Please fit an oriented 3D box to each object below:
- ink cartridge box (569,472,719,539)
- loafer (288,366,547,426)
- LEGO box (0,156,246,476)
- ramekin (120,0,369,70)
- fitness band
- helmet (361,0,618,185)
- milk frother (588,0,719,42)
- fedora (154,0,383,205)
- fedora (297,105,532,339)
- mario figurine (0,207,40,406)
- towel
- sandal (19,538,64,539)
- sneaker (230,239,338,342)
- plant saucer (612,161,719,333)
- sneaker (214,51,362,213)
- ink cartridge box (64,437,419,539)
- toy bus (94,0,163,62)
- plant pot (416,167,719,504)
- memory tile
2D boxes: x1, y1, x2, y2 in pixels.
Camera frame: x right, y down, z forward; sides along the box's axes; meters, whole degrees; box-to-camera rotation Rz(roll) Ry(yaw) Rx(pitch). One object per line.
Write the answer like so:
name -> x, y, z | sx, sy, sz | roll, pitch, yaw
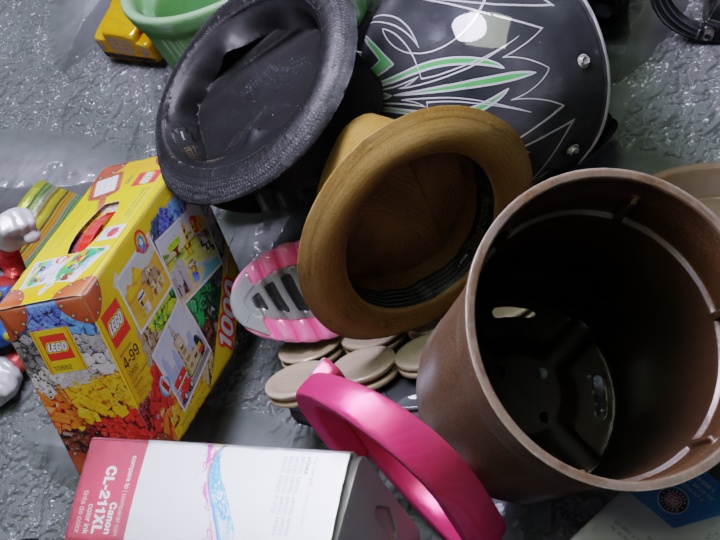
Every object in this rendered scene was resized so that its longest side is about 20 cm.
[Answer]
ink cartridge box -> 0.184, 0.235, 1.395 | 0.200, 0.085, 0.144 | -41, 51, -11
loafer -> 0.039, 0.103, 1.566 | 0.199, 0.063, 0.072 | -6, 26, 27
LEGO box -> -0.165, 0.030, 1.597 | 0.077, 0.149, 0.200 | -10, 29, 25
ramekin -> -0.088, -0.230, 1.804 | 0.199, 0.098, 0.200 | -22, 33, 15
fitness band -> 0.027, 0.128, 1.462 | 0.143, 0.200, 0.037 | 35, 78, 33
helmet -> 0.097, -0.148, 1.612 | 0.199, 0.201, 0.191 | -1, 13, 22
milk frother -> 0.226, -0.284, 1.739 | 0.199, 0.180, 0.189 | 27, 62, -12
fedora -> -0.054, -0.118, 1.577 | 0.200, 0.091, 0.201 | -24, 53, 36
fedora -> 0.025, -0.046, 1.524 | 0.200, 0.201, 0.082 | -36, 51, -5
mario figurine -> -0.280, 0.029, 1.706 | 0.199, 0.124, 0.106 | -15, 47, 24
towel -> -0.212, -0.016, 1.782 | 0.199, 0.018, 0.086 | 19, 66, 31
sandal -> -0.269, 0.233, 1.606 | 0.200, 0.048, 0.076 | -13, 52, 14
sneaker -> 0.000, 0.000, 1.635 | 0.199, 0.095, 0.079 | -19, 91, -1
plant saucer -> 0.257, -0.004, 1.541 | 0.199, 0.030, 0.200 | -3, 42, 3
sneaker -> -0.043, -0.118, 1.760 | 0.199, 0.075, 0.116 | -13, 47, 1
ink cartridge box -> -0.078, 0.184, 1.499 | 0.199, 0.146, 0.083 | 1, 60, 23
toy bus -> -0.169, -0.279, 1.914 | 0.065, 0.078, 0.200 | 11, 61, 29
plant pot -> 0.133, 0.061, 1.408 | 0.199, 0.198, 0.201 | 4, 72, -14
memory tile -> 0.035, 0.045, 1.597 | 0.199, 0.017, 0.153 | -13, 24, 15
